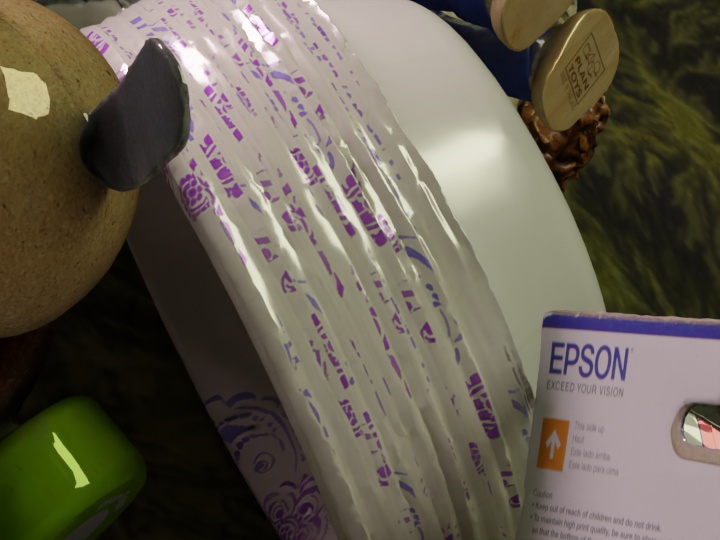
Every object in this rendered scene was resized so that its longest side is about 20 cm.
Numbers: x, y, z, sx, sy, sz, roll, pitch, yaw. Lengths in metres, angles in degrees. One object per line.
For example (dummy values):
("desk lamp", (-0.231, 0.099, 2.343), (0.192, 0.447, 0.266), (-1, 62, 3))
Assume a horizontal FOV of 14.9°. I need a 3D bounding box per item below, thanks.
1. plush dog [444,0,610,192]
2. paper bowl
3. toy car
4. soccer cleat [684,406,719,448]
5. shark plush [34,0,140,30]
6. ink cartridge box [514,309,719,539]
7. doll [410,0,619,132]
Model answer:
("plush dog", (0.009, -0.093, 1.022), (0.199, 0.161, 0.172), (12, 52, 5))
("paper bowl", (0.000, 0.000, 0.813), (0.104, 0.201, 0.201), (-27, 67, -9))
("toy car", (-0.118, -0.017, 0.716), (0.164, 0.200, 0.158), (49, 41, 10))
("soccer cleat", (0.134, 0.120, 0.949), (0.200, 0.068, 0.073), (47, 39, 3))
("shark plush", (-0.105, -0.112, 0.939), (0.091, 0.083, 0.200), (16, 30, -23))
("ink cartridge box", (0.089, 0.113, 0.644), (0.040, 0.199, 0.201), (14, 86, -26))
("doll", (-0.013, -0.093, 0.900), (0.049, 0.199, 0.137), (-55, 141, -21))
